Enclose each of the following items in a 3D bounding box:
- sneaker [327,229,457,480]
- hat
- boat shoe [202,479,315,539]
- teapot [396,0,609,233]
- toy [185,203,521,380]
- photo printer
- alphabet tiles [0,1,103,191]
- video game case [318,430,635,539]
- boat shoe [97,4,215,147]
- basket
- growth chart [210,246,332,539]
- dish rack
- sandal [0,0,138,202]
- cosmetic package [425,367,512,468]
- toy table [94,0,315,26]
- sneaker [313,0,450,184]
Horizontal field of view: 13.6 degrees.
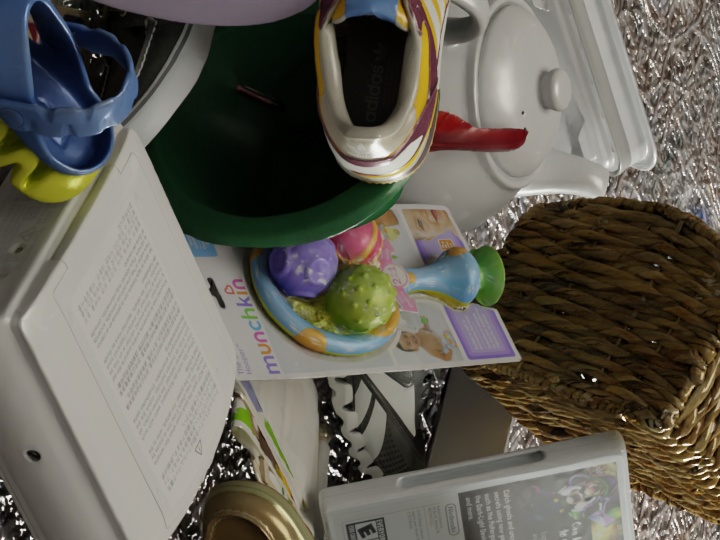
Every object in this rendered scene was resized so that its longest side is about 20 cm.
[{"bbox_3d":[0.021,0.055,1.815,0.067,0.090,0.200,-86,159,-58],"label":"sneaker"},{"bbox_3d":[-0.013,-0.045,1.693,0.176,0.199,0.166,67,18,-57],"label":"hat"},{"bbox_3d":[-0.054,0.215,1.694,0.063,0.073,0.201,-46,129,-57],"label":"boat shoe"},{"bbox_3d":[0.057,-0.110,1.847,0.200,0.146,0.198,-33,117,-57],"label":"teapot"},{"bbox_3d":[0.000,0.000,1.702,0.200,0.047,0.115,0,53,-38],"label":"toy"},{"bbox_3d":[-0.134,0.047,1.541,0.200,0.069,0.167,67,34,-37],"label":"photo printer"},{"bbox_3d":[-0.169,-0.041,1.560,0.166,0.006,0.201,5,84,-63],"label":"alphabet tiles"},{"bbox_3d":[0.077,0.188,1.808,0.023,0.181,0.200,-102,-178,-49],"label":"video game case"},{"bbox_3d":[-0.112,-0.138,1.617,0.057,0.069,0.200,37,46,-19],"label":"boat shoe"},{"bbox_3d":[0.182,0.050,1.836,0.149,0.200,0.143,43,73,-41],"label":"basket"},{"bbox_3d":[-0.051,0.074,1.733,0.145,0.018,0.200,-79,154,-53],"label":"growth chart"},{"bbox_3d":[0.108,-0.153,1.954,0.043,0.171,0.200,-35,124,-21],"label":"dish rack"},{"bbox_3d":[-0.178,-0.117,1.423,0.200,0.087,0.080,38,54,-27],"label":"sandal"},{"bbox_3d":[0.063,0.136,1.920,0.083,0.050,0.201,94,10,-60],"label":"cosmetic package"},{"bbox_3d":[-0.104,-0.217,1.532,0.200,0.184,0.117,27,49,-23],"label":"toy table"},{"bbox_3d":[0.014,-0.149,1.559,0.090,0.075,0.201,62,27,-79],"label":"sneaker"}]
